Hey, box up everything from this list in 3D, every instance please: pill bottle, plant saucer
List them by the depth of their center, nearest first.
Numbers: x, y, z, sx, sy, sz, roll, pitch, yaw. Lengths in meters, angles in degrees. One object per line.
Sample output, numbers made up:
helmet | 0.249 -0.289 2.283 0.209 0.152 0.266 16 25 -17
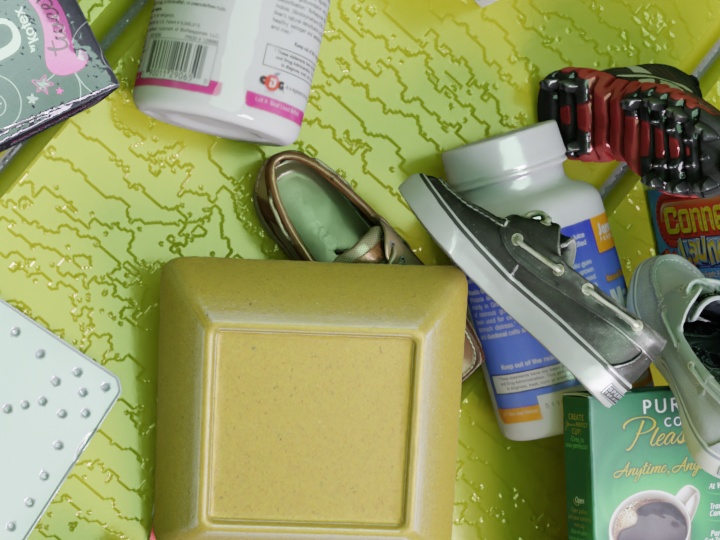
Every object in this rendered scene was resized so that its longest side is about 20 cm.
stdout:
plant saucer | -0.033 0.096 1.440 0.199 0.048 0.201 2 104 -3
pill bottle | -0.074 -0.191 1.465 0.113 0.113 0.201 14 86 -13
pill bottle | 0.121 0.005 1.512 0.112 0.112 0.201 -17 94 -14

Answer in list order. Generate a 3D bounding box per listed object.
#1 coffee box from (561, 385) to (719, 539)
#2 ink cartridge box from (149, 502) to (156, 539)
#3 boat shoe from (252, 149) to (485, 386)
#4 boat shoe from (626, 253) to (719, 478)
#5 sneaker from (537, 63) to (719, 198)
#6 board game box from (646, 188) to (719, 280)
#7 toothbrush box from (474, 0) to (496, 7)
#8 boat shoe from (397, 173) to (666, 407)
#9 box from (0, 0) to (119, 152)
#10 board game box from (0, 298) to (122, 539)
coffee box | 0.196 0.174 1.453 0.122 0.044 0.201 -4 91 -21
ink cartridge box | -0.055 0.153 1.500 0.160 0.050 0.201 14 84 -13
boat shoe | 0.000 0.000 1.477 0.076 0.074 0.200 -44 82 -8
boat shoe | 0.225 0.044 1.424 0.070 0.201 0.072 3 128 -15
sneaker | 0.207 -0.098 1.503 0.098 0.200 0.071 -9 108 -29
board game box | 0.275 0.030 1.505 0.056 0.200 0.197 -12 92 -17
toothbrush box | 0.082 -0.263 1.461 0.146 0.200 0.086 43 81 -10
boat shoe | 0.109 -0.002 1.421 0.200 0.071 0.064 44 93 17
box | -0.257 -0.174 1.418 0.132 0.115 0.201 -28 96 -13
board game box | -0.290 0.102 1.452 0.200 0.026 0.200 35 81 -12
